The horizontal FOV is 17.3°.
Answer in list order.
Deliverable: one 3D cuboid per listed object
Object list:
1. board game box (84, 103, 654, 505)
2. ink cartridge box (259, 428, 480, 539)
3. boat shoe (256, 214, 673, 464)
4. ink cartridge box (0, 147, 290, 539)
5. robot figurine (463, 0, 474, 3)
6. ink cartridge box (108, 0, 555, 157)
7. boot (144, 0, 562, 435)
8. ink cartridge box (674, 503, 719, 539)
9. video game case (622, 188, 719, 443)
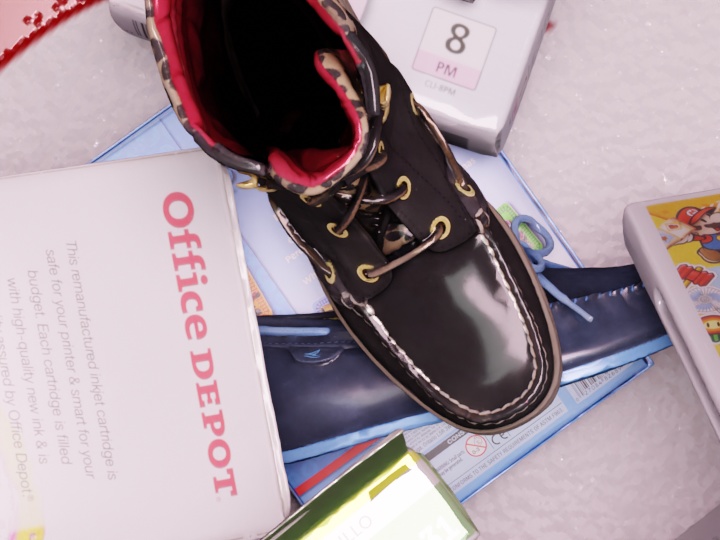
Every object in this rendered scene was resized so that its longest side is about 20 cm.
[{"bbox_3d":[0.000,0.000,0.961,0.151,0.037,0.201,-35,93,-2],"label":"board game box"},{"bbox_3d":[-0.027,0.119,0.823,0.145,0.200,0.048,-39,86,-3],"label":"ink cartridge box"},{"bbox_3d":[0.044,0.018,0.905,0.199,0.084,0.069,-16,88,-5],"label":"boat shoe"},{"bbox_3d":[-0.141,0.045,0.864,0.199,0.086,0.149,-8,84,-21],"label":"ink cartridge box"},{"bbox_3d":[0.021,-0.187,0.873,0.199,0.058,0.146,25,96,13],"label":"robot figurine"},{"bbox_3d":[0.010,-0.164,0.928,0.162,0.057,0.201,19,85,5],"label":"ink cartridge box"},{"bbox_3d":[-0.003,-0.032,0.811,0.073,0.151,0.201,-29,83,6],"label":"boot"},{"bbox_3d":[0.230,0.125,0.916,0.200,0.145,0.147,-38,92,-1],"label":"ink cartridge box"},{"bbox_3d":[0.210,0.018,0.823,0.199,0.182,0.023,-10,126,-6],"label":"video game case"}]
